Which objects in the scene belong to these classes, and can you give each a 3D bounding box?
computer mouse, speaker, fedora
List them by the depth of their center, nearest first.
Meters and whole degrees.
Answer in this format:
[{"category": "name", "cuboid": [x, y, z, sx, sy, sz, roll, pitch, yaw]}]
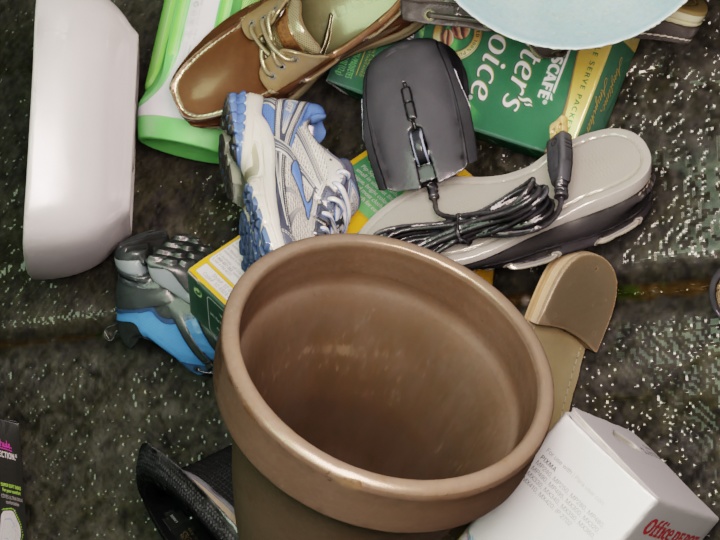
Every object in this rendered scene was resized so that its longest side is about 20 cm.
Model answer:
[{"category": "computer mouse", "cuboid": [0.064, -0.096, 1.396, 0.139, 0.046, 0.201, -13, 48, 14]}, {"category": "fedora", "cuboid": [-0.062, 0.175, 1.441, 0.091, 0.201, 0.201, -36, 61, -19]}, {"category": "speaker", "cuboid": [-0.103, -0.183, 1.562, 0.088, 0.088, 0.202, 9, 83, 27]}]

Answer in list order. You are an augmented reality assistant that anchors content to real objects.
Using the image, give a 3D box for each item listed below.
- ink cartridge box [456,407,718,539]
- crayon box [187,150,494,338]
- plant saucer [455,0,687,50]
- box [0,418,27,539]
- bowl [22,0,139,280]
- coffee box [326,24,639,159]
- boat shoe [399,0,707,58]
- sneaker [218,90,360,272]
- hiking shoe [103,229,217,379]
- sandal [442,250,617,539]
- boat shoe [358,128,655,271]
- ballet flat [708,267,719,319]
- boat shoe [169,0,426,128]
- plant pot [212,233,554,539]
[{"category": "ink cartridge box", "cuboid": [0.113, 0.194, 1.338, 0.083, 0.146, 0.200, 44, 99, 25]}, {"category": "crayon box", "cuboid": [0.000, 0.000, 1.453, 0.199, 0.052, 0.126, -35, 60, -24]}, {"category": "plant saucer", "cuboid": [0.132, -0.234, 1.349, 0.199, 0.039, 0.203, 0, 86, 7]}, {"category": "box", "cuboid": [-0.331, 0.210, 1.565, 0.147, 0.124, 0.202, -13, 73, 22]}, {"category": "bowl", "cuboid": [-0.196, -0.097, 1.543, 0.074, 0.200, 0.202, 2, 81, -4]}, {"category": "coffee box", "cuboid": [0.086, -0.153, 1.486, 0.199, 0.044, 0.124, 22, 87, 28]}, {"category": "boat shoe", "cuboid": [0.122, -0.171, 1.408, 0.199, 0.072, 0.066, 13, 114, 3]}, {"category": "sneaker", "cuboid": [-0.037, -0.041, 1.407, 0.084, 0.077, 0.201, -4, 54, -12]}, {"category": "hiking shoe", "cuboid": [-0.084, 0.038, 1.525, 0.199, 0.074, 0.087, 21, 117, 22]}, {"category": "sandal", "cuboid": [0.095, 0.081, 1.431, 0.070, 0.077, 0.213, 18, 78, 59]}, {"category": "boat shoe", "cuboid": [0.096, -0.031, 1.407, 0.199, 0.061, 0.074, -22, 51, -3]}, {"category": "ballet flat", "cuboid": [0.279, 0.068, 1.330, 0.073, 0.073, 0.201, -40, 65, 13]}, {"category": "boat shoe", "cuboid": [-0.042, -0.163, 1.467, 0.199, 0.074, 0.076, -29, 85, 10]}, {"category": "plant pot", "cuboid": [-0.005, 0.107, 1.298, 0.200, 0.199, 0.175, 48, 139, 26]}]
